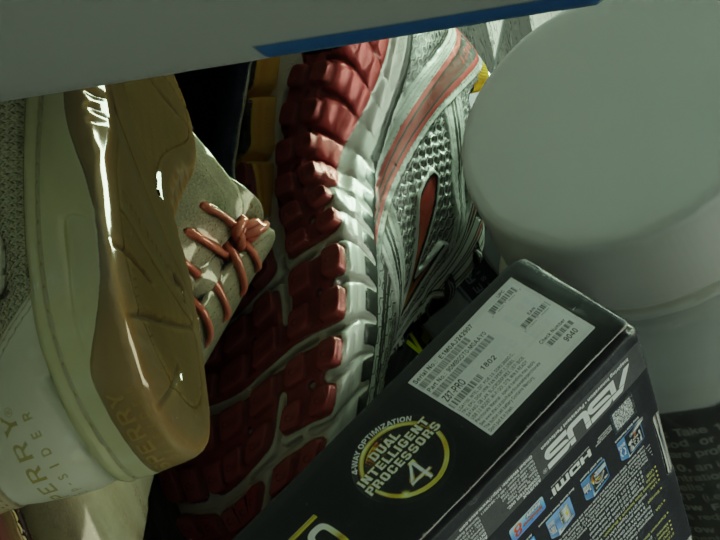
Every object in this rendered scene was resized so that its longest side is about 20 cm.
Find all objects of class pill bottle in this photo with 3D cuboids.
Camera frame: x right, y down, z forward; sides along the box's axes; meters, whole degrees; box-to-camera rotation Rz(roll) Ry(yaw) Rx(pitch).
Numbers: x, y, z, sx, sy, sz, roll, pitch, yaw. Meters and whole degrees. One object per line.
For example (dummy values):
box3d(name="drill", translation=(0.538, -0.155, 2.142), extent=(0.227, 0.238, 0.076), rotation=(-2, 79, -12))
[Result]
box3d(name="pill bottle", translation=(0.108, 0.017, 0.854), extent=(0.200, 0.112, 0.114), rotation=(57, 24, -45))

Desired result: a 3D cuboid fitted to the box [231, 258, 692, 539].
box3d(name="box", translation=(0.008, 0.118, 0.773), extent=(0.200, 0.049, 0.162), rotation=(-45, 141, -19))

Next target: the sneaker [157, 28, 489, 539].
box3d(name="sneaker", translation=(0.000, 0.000, 0.818), extent=(0.082, 0.078, 0.201), rotation=(31, 57, -34))

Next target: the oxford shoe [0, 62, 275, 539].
box3d(name="oxford shoe", translation=(-0.061, 0.002, 0.753), extent=(0.071, 0.074, 0.201), rotation=(59, 22, -47))

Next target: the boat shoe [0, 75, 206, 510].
box3d(name="boat shoe", translation=(-0.080, -0.023, 0.688), extent=(0.201, 0.065, 0.072), rotation=(-101, 165, -48))

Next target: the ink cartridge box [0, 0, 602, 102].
box3d(name="ink cartridge box", translation=(-0.025, -0.141, 0.657), extent=(0.201, 0.144, 0.085), rotation=(-91, 170, -46))

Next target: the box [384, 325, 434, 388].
box3d(name="box", translation=(0.001, 0.030, 0.940), extent=(0.160, 0.044, 0.200), rotation=(50, 23, -11))

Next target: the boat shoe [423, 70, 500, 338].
box3d(name="boat shoe", translation=(0.025, -0.031, 0.937), extent=(0.201, 0.073, 0.065), rotation=(58, 18, -21))
